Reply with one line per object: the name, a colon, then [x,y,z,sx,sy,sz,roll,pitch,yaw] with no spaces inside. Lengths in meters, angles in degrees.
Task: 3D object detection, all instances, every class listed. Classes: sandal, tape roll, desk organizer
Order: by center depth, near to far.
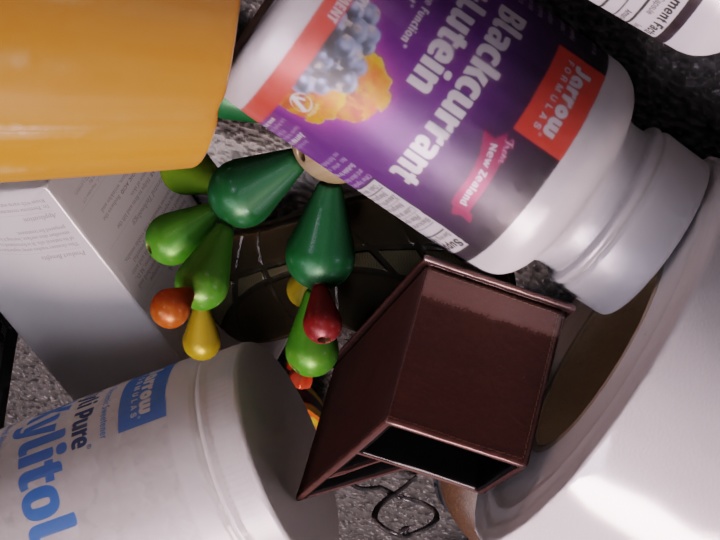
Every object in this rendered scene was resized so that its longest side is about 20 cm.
tape roll: [0.133,0.052,0.935,0.071,0.203,0.202,32,146,-6]
desk organizer: [0.029,0.065,0.991,0.072,0.077,0.200,19,161,-8]
sandal: [0.000,0.000,1.082,0.200,0.055,0.082,-9,101,42]

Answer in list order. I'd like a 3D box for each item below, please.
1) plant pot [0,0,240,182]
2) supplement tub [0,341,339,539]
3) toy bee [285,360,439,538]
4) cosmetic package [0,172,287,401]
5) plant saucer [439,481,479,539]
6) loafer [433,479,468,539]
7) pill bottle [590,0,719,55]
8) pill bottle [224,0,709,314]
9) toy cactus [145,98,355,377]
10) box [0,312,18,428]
plant pot: [-0.151,-0.116,0.892,0.183,0.201,0.200,8,148,-14]
supplement tub: [-0.126,0.129,1.110,0.200,0.132,0.132,-22,128,13]
toy bee: [-0.062,0.098,1.234,0.131,0.200,0.109,39,134,54]
cosmetic package: [-0.141,0.000,1.164,0.113,0.081,0.200,-1,137,36]
plant saucer: [0.140,0.119,1.100,0.200,0.037,0.201,2,134,3]
loafer: [0.088,0.125,1.183,0.070,0.068,0.201,3,144,20]
pill bottle: [0.101,-0.154,0.767,0.200,0.113,0.113,29,146,-2]
pill bottle: [0.048,-0.069,0.915,0.200,0.112,0.111,34,145,-9]
toy cactus: [-0.045,-0.051,1.009,0.165,0.102,0.200,-28,82,23]
box: [-0.263,0.005,1.183,0.051,0.158,0.200,-18,131,14]
